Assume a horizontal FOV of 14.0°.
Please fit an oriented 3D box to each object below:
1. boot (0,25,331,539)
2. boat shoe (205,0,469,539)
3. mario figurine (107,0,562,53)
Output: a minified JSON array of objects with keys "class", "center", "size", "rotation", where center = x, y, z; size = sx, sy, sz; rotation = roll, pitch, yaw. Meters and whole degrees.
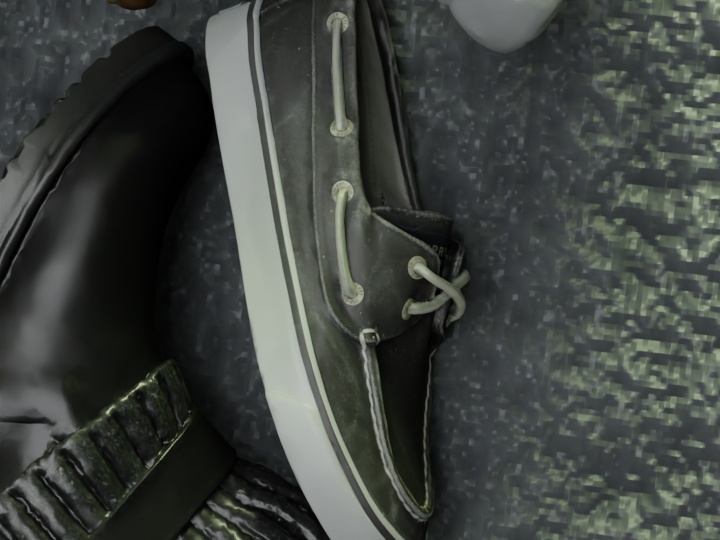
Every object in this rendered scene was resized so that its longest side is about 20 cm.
[{"class":"boot","center":[-0.066,0.040,0.989],"size":[0.157,0.079,0.212],"rotation":[30,81,4]},{"class":"boat shoe","center":[0.000,0.000,0.974],"size":[0.063,0.071,0.201],"rotation":[-16,83,19]},{"class":"mario figurine","center":[0.010,-0.132,0.970],"size":[0.199,0.106,0.124],"rotation":[-7,99,10]}]
